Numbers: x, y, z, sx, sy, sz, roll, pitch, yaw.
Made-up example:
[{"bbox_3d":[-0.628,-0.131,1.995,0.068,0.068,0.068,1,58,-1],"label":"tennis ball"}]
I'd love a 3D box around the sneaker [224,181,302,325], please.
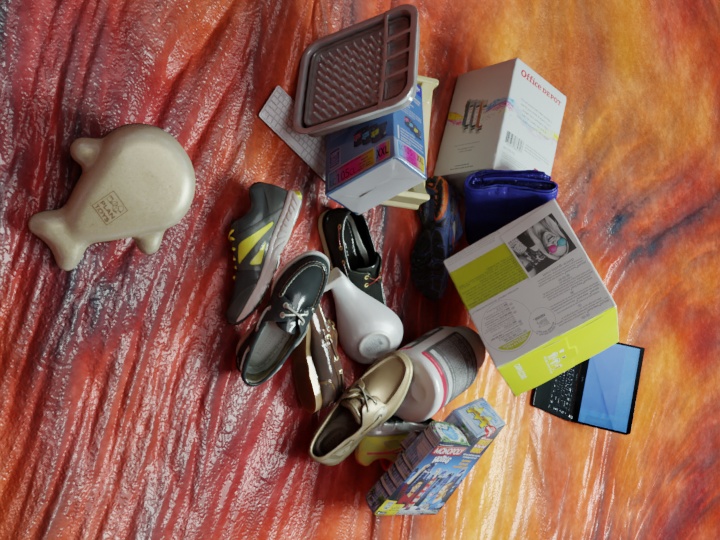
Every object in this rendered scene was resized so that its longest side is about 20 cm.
[{"bbox_3d":[-0.149,-0.026,1.130,0.083,0.074,0.203,23,82,-5],"label":"sneaker"}]

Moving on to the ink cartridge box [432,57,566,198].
[{"bbox_3d":[0.238,-0.227,1.408,0.144,0.143,0.204,25,74,-36],"label":"ink cartridge box"}]

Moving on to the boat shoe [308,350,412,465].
[{"bbox_3d":[0.002,0.199,1.190,0.201,0.071,0.065,-51,162,-3],"label":"boat shoe"}]

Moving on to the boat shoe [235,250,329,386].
[{"bbox_3d":[-0.099,0.067,1.095,0.075,0.061,0.202,22,111,-22],"label":"boat shoe"}]

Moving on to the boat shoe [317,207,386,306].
[{"bbox_3d":[-0.002,0.001,1.251,0.073,0.062,0.204,-33,111,-39],"label":"boat shoe"}]

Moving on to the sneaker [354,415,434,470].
[{"bbox_3d":[0.061,0.269,1.299,0.198,0.078,0.092,12,96,-39],"label":"sneaker"}]

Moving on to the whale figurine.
[{"bbox_3d":[-0.295,-0.089,0.992,0.199,0.104,0.160,-38,114,-8],"label":"whale figurine"}]

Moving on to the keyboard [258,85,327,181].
[{"bbox_3d":[-0.070,-0.185,1.229,0.200,0.011,0.057,43,63,-32],"label":"keyboard"}]

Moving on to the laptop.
[{"bbox_3d":[0.442,0.204,1.602,0.198,0.102,0.180,26,72,-37],"label":"laptop"}]

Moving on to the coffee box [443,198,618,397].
[{"bbox_3d":[0.273,0.052,1.308,0.200,0.198,0.200,65,8,26],"label":"coffee box"}]

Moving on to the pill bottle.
[{"bbox_3d":[0.122,0.153,1.308,0.199,0.109,0.113,-22,103,-54],"label":"pill bottle"}]

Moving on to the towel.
[{"bbox_3d":[0.244,-0.098,1.359,0.201,0.145,0.050,76,22,-62],"label":"towel"}]

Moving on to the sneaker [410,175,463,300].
[{"bbox_3d":[0.136,-0.050,1.365,0.078,0.075,0.204,12,83,-43],"label":"sneaker"}]

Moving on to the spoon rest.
[{"bbox_3d":[-0.004,0.065,1.228,0.098,0.061,0.201,-29,129,5],"label":"spoon rest"}]

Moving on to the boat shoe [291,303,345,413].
[{"bbox_3d":[-0.067,0.100,1.187,0.070,0.070,0.204,-19,110,-33],"label":"boat shoe"}]

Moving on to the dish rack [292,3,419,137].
[{"bbox_3d":[0.000,-0.271,1.161,0.043,0.197,0.175,39,47,-49],"label":"dish rack"}]

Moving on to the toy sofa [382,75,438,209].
[{"bbox_3d":[0.064,-0.203,1.311,0.081,0.097,0.204,7,84,-15],"label":"toy sofa"}]

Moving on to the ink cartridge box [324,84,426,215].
[{"bbox_3d":[0.020,-0.202,1.199,0.076,0.135,0.203,31,48,-39],"label":"ink cartridge box"}]

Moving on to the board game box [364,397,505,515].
[{"bbox_3d":[0.117,0.276,1.245,0.201,0.062,0.199,-50,147,10],"label":"board game box"}]
